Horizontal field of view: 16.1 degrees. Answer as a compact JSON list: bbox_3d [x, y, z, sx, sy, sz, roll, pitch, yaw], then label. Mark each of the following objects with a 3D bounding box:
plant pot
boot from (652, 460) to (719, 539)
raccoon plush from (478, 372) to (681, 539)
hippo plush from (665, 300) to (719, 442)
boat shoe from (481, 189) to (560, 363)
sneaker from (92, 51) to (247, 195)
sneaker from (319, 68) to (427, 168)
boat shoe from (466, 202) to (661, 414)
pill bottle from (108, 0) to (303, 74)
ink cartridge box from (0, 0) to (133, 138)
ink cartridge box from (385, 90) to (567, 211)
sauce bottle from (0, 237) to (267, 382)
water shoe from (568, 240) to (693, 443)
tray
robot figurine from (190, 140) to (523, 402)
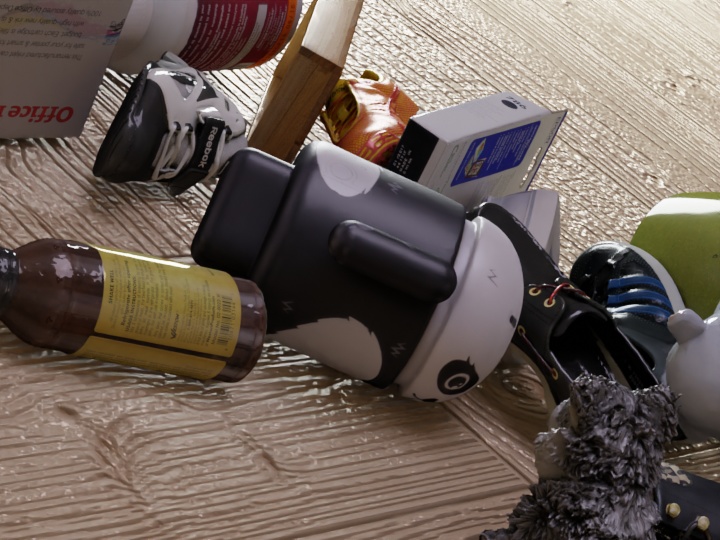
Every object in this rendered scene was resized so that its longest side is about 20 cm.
[{"bbox_3d":[0.282,0.024,1.753,0.187,0.188,0.200,3,18,-45],"label":"plant pot"},{"bbox_3d":[0.227,0.179,1.456,0.153,0.074,0.204,21,16,-22],"label":"boot"},{"bbox_3d":[0.153,0.149,1.363,0.096,0.134,0.200,2,33,-48],"label":"raccoon plush"},{"bbox_3d":[0.271,0.086,1.553,0.160,0.160,0.200,7,37,35],"label":"hippo plush"},{"bbox_3d":[0.092,-0.001,1.713,0.068,0.072,0.200,1,33,12],"label":"boat shoe"},{"bbox_3d":[-0.114,-0.090,1.654,0.088,0.074,0.200,31,19,-1],"label":"sneaker"},{"bbox_3d":[-0.001,-0.095,1.792,0.077,0.073,0.200,40,11,-4],"label":"sneaker"},{"bbox_3d":[0.127,0.035,1.586,0.073,0.063,0.202,-17,66,-36],"label":"boat shoe"},{"bbox_3d":[-0.138,-0.195,1.807,0.109,0.110,0.200,38,25,25],"label":"pill bottle"},{"bbox_3d":[-0.237,-0.202,1.598,0.147,0.201,0.145,-2,34,-49],"label":"ink cartridge box"},{"bbox_3d":[0.072,-0.070,1.787,0.039,0.100,0.200,34,23,20],"label":"ink cartridge box"},{"bbox_3d":[-0.149,0.016,1.406,0.199,0.065,0.065,14,26,-32],"label":"sauce bottle"},{"bbox_3d":[0.175,0.038,1.706,0.079,0.072,0.200,8,27,-28],"label":"water shoe"},{"bbox_3d":[-0.039,-0.139,1.803,0.037,0.099,0.200,28,21,-7],"label":"tray"},{"bbox_3d":[0.000,0.001,1.529,0.199,0.125,0.150,24,28,-6],"label":"robot figurine"}]
